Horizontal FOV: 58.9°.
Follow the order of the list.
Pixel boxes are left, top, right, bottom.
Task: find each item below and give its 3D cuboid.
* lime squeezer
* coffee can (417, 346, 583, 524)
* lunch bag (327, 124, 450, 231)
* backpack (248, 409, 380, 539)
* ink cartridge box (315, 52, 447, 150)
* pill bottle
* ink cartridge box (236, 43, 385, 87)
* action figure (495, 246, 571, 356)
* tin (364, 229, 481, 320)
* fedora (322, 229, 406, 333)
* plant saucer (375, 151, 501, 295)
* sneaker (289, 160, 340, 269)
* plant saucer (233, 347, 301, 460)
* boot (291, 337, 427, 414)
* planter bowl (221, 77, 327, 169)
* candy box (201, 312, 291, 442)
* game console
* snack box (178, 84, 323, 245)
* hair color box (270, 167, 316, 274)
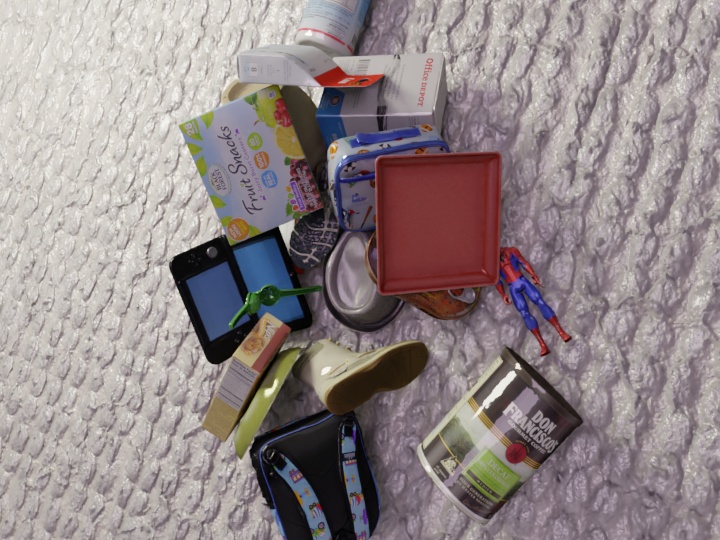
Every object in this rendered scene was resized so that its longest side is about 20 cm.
[{"bbox_3d":[-0.155,0.055,1.043,0.070,0.198,0.039,30,123,31],"label":"lime squeezer"},{"bbox_3d":[0.198,0.236,0.919,0.146,0.146,0.201,44,99,22],"label":"coffee can"},{"bbox_3d":[0.040,-0.146,0.994,0.195,0.162,0.077,-13,49,-10],"label":"lunch bag"},{"bbox_3d":[-0.066,0.336,0.992,0.179,0.134,0.205,-18,87,-26],"label":"backpack"},{"bbox_3d":[0.040,-0.280,1.062,0.195,0.085,0.147,3,57,16],"label":"ink cartridge box"},{"bbox_3d":[-0.038,-0.487,1.150,0.107,0.108,0.205,18,88,23],"label":"pill bottle"},{"bbox_3d":[-0.070,-0.315,0.975,0.195,0.161,0.048,5,114,11],"label":"ink cartridge box"},{"bbox_3d":[0.250,0.030,0.985,0.065,0.051,0.203,-36,68,18],"label":"action figure"},{"bbox_3d":[0.098,0.000,1.006,0.197,0.042,0.114,29,81,-6],"label":"tin"},{"bbox_3d":[0.000,0.000,1.066,0.173,0.090,0.206,5,83,22],"label":"fedora"},{"bbox_3d":[0.114,-0.073,0.957,0.195,0.037,0.205,-4,103,-12],"label":"plant saucer"},{"bbox_3d":[-0.054,-0.092,1.108,0.076,0.086,0.203,27,90,12],"label":"sneaker"},{"bbox_3d":[-0.157,0.209,1.041,0.031,0.200,0.203,29,93,-3],"label":"plant saucer"},{"bbox_3d":[-0.003,0.150,1.045,0.154,0.197,0.074,21,128,57],"label":"boot"},{"bbox_3d":[-0.162,-0.260,1.104,0.195,0.136,0.203,-10,45,10],"label":"planter bowl"},{"bbox_3d":[-0.190,0.178,1.053,0.055,0.116,0.202,30,128,1],"label":"candy box"},{"bbox_3d":[-0.203,0.039,1.090,0.117,0.169,0.204,-5,109,54],"label":"game console"},{"bbox_3d":[-0.169,-0.167,1.009,0.165,0.068,0.204,-21,107,-1],"label":"snack box"},{"bbox_3d":[-0.149,-0.101,1.159,0.108,0.064,0.206,5,85,24],"label":"hair color box"}]
